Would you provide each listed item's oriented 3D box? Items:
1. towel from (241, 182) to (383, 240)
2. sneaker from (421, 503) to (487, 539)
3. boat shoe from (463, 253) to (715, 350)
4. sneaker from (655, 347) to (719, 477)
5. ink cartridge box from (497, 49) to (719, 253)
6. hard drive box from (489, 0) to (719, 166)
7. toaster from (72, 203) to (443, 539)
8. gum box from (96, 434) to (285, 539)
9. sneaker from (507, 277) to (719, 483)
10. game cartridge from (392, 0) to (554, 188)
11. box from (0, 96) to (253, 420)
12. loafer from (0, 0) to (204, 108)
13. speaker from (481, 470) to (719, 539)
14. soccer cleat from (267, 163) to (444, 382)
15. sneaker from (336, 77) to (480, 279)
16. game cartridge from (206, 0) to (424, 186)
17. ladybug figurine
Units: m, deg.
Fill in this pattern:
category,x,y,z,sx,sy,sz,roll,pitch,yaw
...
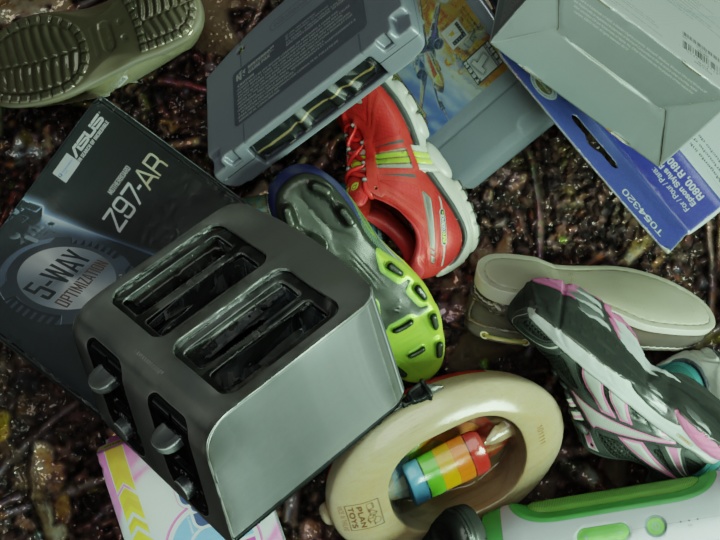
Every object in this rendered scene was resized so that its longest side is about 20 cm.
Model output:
category,x,y,z,sx,sy,sz,roll,pitch,yaw
towel,-0.075,0.011,1.040,0.198,0.022,0.148,-8,82,-1
sneaker,0.021,0.262,0.949,0.103,0.060,0.201,-4,125,-31
boat shoe,0.181,0.036,1.025,0.198,0.072,0.060,8,125,-10
sneaker,0.282,0.163,1.017,0.079,0.077,0.202,-23,79,15
ink cartridge box,0.219,-0.130,0.995,0.197,0.200,0.043,50,127,3
hard drive box,0.184,-0.195,0.926,0.155,0.077,0.201,33,40,-14
toaster,-0.079,0.064,0.916,0.199,0.119,0.180,-36,46,-22
gum box,-0.118,0.204,0.988,0.112,0.066,0.202,-19,83,-6
sneaker,0.182,0.095,0.963,0.200,0.080,0.086,41,120,-3
game cartridge,0.064,-0.171,1.020,0.133,0.041,0.201,-39,84,35
box,-0.197,-0.010,1.012,0.160,0.044,0.201,36,87,8
loafer,-0.211,-0.174,1.037,0.198,0.068,0.076,-14,81,13
speaker,0.193,0.201,0.951,0.198,0.088,0.089,-11,83,8
soccer cleat,0.000,-0.001,0.994,0.065,0.084,0.201,-37,109,1
sneaker,0.014,-0.083,1.008,0.085,0.077,0.201,-33,85,-23
game cartridge,-0.038,-0.164,0.989,0.199,0.040,0.134,-33,45,26
ladybug figurine,0.057,0.140,0.987,0.198,0.072,0.137,-21,120,-10
